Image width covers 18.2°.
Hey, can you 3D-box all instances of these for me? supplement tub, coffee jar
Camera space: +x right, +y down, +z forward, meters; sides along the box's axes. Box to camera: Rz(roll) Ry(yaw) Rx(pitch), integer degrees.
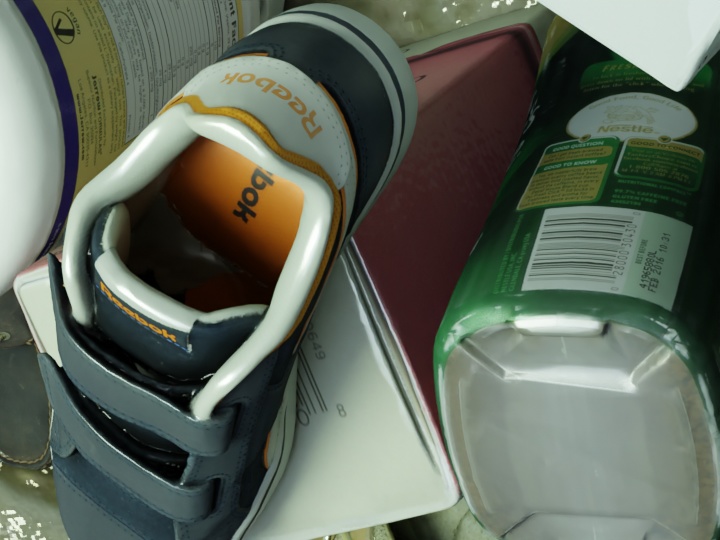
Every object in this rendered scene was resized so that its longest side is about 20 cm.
[{"bbox_3d":[-0.123,-0.082,0.786,0.145,0.200,0.146,11,118,22],"label":"supplement tub"},{"bbox_3d":[0.085,-0.013,0.688,0.085,0.200,0.105,2,129,19],"label":"coffee jar"}]

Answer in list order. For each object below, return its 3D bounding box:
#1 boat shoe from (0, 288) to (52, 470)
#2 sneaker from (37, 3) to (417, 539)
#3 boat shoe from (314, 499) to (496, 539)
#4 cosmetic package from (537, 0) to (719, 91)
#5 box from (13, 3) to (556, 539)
[{"bbox_3d":[-0.162,-0.005,0.919,0.074,0.073,0.201,0,113,27],"label":"boat shoe"},{"bbox_3d":[-0.054,0.020,0.631,0.078,0.079,0.201,30,121,13],"label":"sneaker"},{"bbox_3d":[0.037,0.101,0.872,0.200,0.063,0.073,-33,95,34],"label":"boat shoe"},{"bbox_3d":[0.044,-0.148,0.657,0.200,0.151,0.052,34,122,8],"label":"cosmetic package"},{"bbox_3d":[0.000,0.000,0.761,0.127,0.200,0.109,-16,104,31],"label":"box"}]
